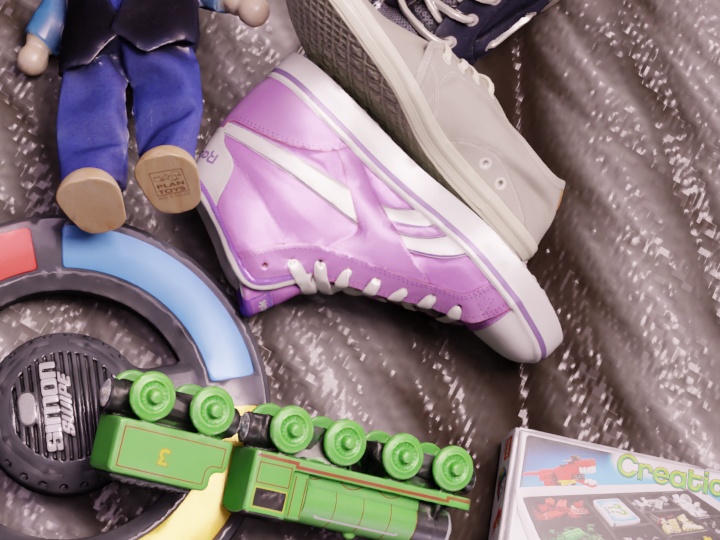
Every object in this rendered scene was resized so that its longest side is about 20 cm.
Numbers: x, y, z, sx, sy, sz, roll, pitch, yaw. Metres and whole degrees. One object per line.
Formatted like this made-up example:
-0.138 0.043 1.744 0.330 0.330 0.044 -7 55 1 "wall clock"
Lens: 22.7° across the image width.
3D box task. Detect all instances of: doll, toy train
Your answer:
-0.112 -0.116 0.904 0.136 0.049 0.201 -15 53 9 "doll"
-0.033 0.093 0.847 0.199 0.042 0.057 17 81 -25 "toy train"

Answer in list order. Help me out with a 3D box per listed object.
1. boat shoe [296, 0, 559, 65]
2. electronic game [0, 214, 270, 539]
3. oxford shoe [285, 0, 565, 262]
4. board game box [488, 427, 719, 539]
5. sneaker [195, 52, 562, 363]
0.046 -0.146 0.940 0.200 0.093 0.075 -38 83 -19 "boat shoe"
-0.141 0.068 0.859 0.199 0.042 0.201 3 71 -10 "electronic game"
0.035 -0.086 0.898 0.058 0.075 0.200 -49 117 -11 "oxford shoe"
0.160 0.161 0.890 0.199 0.035 0.127 13 70 -7 "board game box"
0.000 0.000 0.898 0.200 0.073 0.114 42 78 0 "sneaker"
